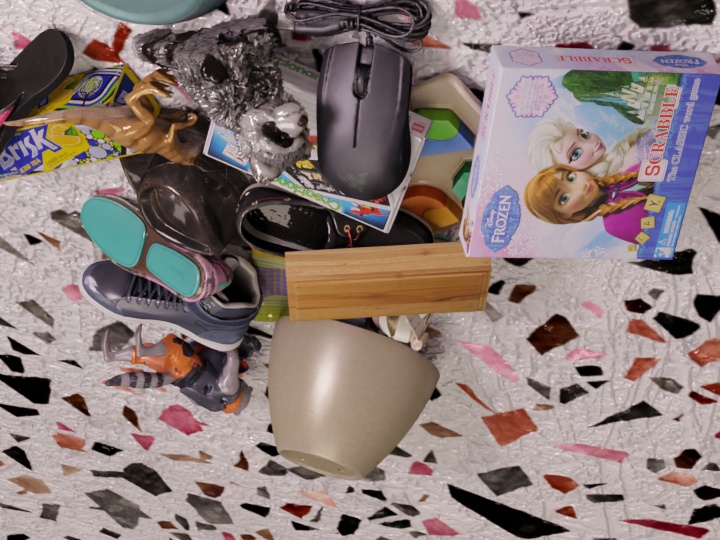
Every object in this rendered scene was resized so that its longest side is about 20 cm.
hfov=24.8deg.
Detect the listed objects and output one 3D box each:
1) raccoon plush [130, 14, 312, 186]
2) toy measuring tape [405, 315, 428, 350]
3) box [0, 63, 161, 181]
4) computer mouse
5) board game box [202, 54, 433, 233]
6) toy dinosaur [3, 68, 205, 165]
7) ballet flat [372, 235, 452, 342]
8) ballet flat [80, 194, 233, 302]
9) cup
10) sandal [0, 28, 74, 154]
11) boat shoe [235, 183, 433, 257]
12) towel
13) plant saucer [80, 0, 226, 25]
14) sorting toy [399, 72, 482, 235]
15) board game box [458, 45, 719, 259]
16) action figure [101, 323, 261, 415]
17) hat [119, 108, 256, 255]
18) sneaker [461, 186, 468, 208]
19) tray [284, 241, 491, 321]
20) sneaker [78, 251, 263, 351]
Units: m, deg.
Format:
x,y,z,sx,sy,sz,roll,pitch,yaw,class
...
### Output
x,y,z,sx,sy,sz,roll,pitch,yaw,class
-0.118,-0.158,1.501,0.200,0.097,0.134,26,140,56,raccoon plush
0.000,0.000,1.712,0.074,0.074,0.200,-17,107,37,toy measuring tape
-0.306,-0.147,1.658,0.200,0.064,0.070,-9,139,30,box
-0.004,-0.148,1.482,0.138,0.053,0.200,4,117,13,computer mouse
-0.043,-0.127,1.566,0.200,0.035,0.126,24,132,2,board game box
-0.220,-0.141,1.551,0.200,0.060,0.106,15,119,-34,toy dinosaur
0.053,0.037,1.781,0.068,0.067,0.200,12,147,-8,ballet flat
-0.217,-0.023,1.774,0.200,0.069,0.071,29,-163,31,ballet flat
-0.024,0.156,1.868,0.200,0.143,0.200,16,162,5,cup
-0.358,-0.168,1.608,0.200,0.075,0.045,-41,153,28,sandal
-0.026,-0.036,1.630,0.201,0.063,0.074,12,116,-5,boat shoe
-0.054,0.011,1.826,0.143,0.023,0.200,12,145,3,towel
-0.205,-0.282,1.455,0.200,0.036,0.200,10,146,7,plant saucer
0.067,-0.101,1.609,0.200,0.037,0.185,-16,136,37,sorting toy
0.200,-0.101,1.453,0.199,0.041,0.200,0,126,-9,board game box
-0.221,0.129,1.979,0.193,0.105,0.200,24,149,-26,action figure
-0.169,-0.070,1.689,0.200,0.081,0.201,13,142,10,hat
0.142,-0.092,1.519,0.111,0.077,0.200,-29,135,0,sneaker
0.027,0.013,1.633,0.200,0.037,0.099,-4,155,-2,tray
-0.207,0.016,1.829,0.202,0.077,0.146,18,154,-12,sneaker
